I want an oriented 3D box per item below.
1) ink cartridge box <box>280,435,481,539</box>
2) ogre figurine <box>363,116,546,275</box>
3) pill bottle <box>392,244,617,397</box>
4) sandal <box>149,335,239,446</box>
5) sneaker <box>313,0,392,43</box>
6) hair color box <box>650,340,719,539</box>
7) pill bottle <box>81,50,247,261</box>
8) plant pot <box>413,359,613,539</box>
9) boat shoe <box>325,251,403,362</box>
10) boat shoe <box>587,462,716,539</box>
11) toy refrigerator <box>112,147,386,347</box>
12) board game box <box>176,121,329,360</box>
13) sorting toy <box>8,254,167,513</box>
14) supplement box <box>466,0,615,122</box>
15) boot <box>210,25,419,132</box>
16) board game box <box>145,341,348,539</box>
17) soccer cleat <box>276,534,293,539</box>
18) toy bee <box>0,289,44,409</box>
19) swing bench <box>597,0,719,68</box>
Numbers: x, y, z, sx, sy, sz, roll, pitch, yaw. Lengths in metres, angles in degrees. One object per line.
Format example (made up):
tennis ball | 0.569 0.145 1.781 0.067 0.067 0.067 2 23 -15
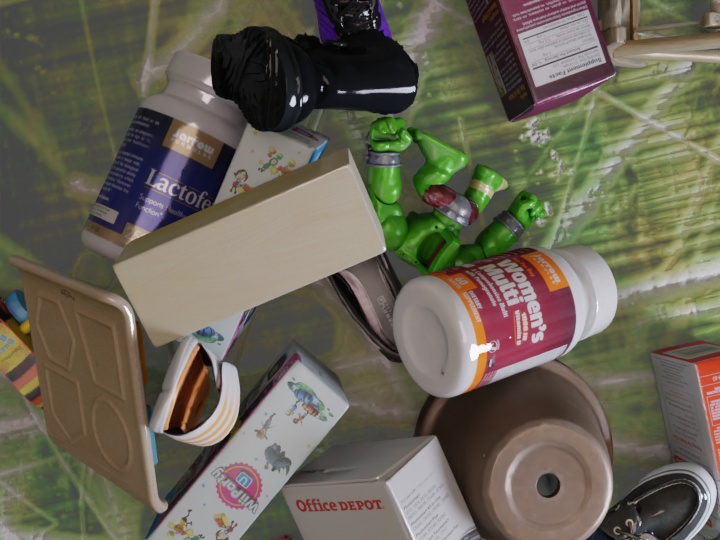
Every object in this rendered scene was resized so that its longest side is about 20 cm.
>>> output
ink cartridge box | 0.034 0.258 0.821 0.084 0.145 0.202 -29 99 -44
ogre figurine | 0.075 -0.056 0.877 0.199 0.098 0.121 23 95 -46
pill bottle | 0.137 0.039 0.844 0.199 0.109 0.111 -15 91 -32
sandal | -0.129 0.109 0.771 0.059 0.207 0.080 19 77 1
sneaker | -0.017 -0.266 0.874 0.069 0.100 0.202 -18 91 0
hair color box | 0.348 0.175 0.886 0.063 0.111 0.202 -11 91 -3
pill bottle | -0.172 -0.094 0.861 0.115 0.116 0.202 23 87 -2
plant pot | 0.156 0.180 0.848 0.198 0.175 0.203 0 90 -3
boat shoe | 0.000 0.000 0.898 0.067 0.057 0.201 -32 91 0
boat shoe | 0.251 0.256 0.865 0.200 0.056 0.069 -47 71 28
toy refrigerator | -0.085 -0.020 0.726 0.198 0.070 0.076 -23 108 6
board game box | -0.100 -0.037 0.831 0.064 0.148 0.202 23 102 -2
sorting toy | -0.229 0.091 0.784 0.036 0.184 0.202 -24 117 -39
supplement box | 0.159 -0.256 0.877 0.085 0.110 0.202 -20 91 -2
boot | -0.023 -0.163 0.762 0.166 0.200 0.077 -4 108 -22
board game box | -0.101 0.168 0.842 0.064 0.148 0.200 39 88 -5
soccer cleat | -0.096 0.303 0.899 0.198 0.067 0.077 -15 69 0
toy bee | -0.352 0.057 0.860 0.199 0.109 0.132 30 91 -2
swing bench | 0.318 -0.306 0.878 0.198 0.130 0.201 0 91 3
